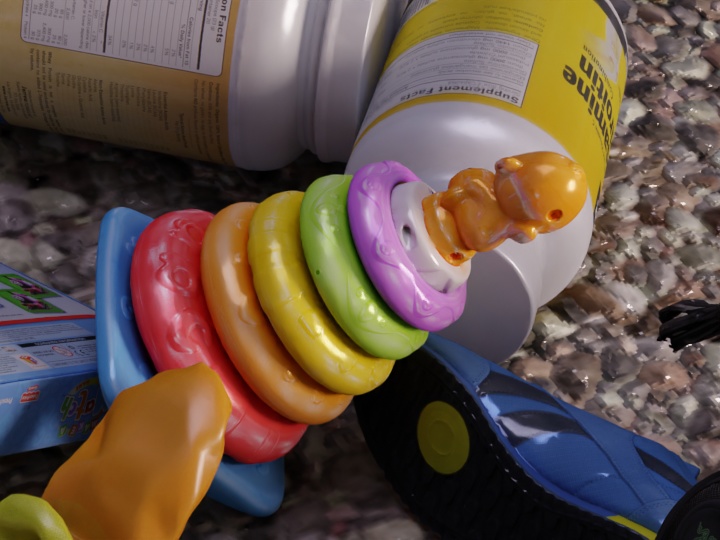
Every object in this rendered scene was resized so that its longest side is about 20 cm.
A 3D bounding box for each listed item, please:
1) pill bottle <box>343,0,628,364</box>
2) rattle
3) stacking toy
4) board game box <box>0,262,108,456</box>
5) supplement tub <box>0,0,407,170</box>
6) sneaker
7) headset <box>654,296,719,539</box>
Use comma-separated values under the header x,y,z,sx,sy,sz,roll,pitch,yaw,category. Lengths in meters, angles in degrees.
x,y,z,sx,sy,sz,roll,pitch,yaw,category
0.053,-0.048,1.063,0.112,0.112,0.200,11,41,7,pill bottle
-0.146,0.085,0.811,0.200,0.143,0.130,26,19,-34,rattle
0.000,0.000,0.927,0.200,0.116,0.110,-27,44,25,stacking toy
-0.190,0.014,0.971,0.200,0.037,0.151,26,13,23,board game box
-0.085,-0.127,1.117,0.200,0.145,0.145,11,40,7,supplement tub
0.080,0.084,0.956,0.078,0.066,0.200,-15,41,-44,sneaker
0.149,0.105,0.866,0.123,0.201,0.094,4,-11,-42,headset
